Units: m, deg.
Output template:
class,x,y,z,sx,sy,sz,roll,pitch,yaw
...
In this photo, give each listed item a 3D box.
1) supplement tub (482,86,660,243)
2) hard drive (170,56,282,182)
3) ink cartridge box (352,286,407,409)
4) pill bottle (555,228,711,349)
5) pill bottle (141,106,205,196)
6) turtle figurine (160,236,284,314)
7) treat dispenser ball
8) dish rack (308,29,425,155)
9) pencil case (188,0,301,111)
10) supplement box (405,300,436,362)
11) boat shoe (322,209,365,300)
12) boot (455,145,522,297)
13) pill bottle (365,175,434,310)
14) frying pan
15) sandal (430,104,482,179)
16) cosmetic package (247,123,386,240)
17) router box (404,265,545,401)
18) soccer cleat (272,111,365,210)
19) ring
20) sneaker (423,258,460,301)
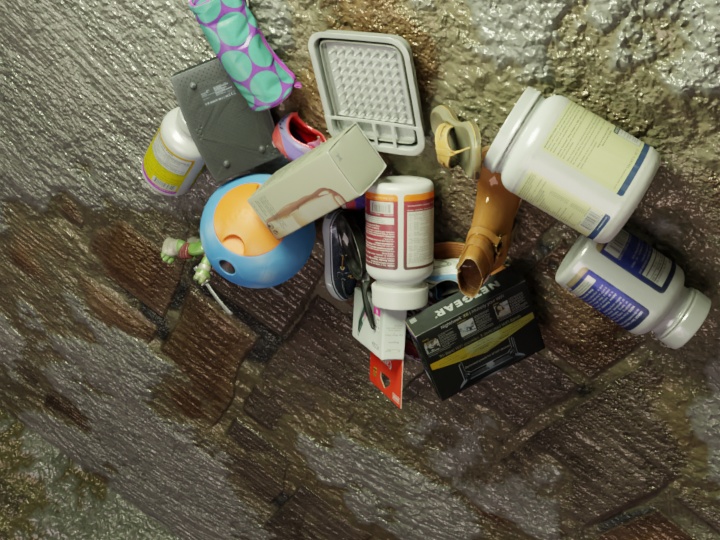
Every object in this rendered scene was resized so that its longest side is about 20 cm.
class,x,y,z,sx,sy,sz,roll,pitch,yaw
supplement tub,0.279,-0.143,1.280,0.200,0.145,0.145,32,143,6
hard drive,-0.220,-0.256,1.572,0.042,0.135,0.200,-121,9,-56
ink cartridge box,0.028,0.128,1.645,0.043,0.174,0.200,2,-173,-15
pill bottle,0.397,0.022,1.387,0.200,0.120,0.120,35,143,2
pill bottle,-0.313,-0.220,1.691,0.104,0.104,0.200,40,142,-6
turtle figurine,-0.286,-0.003,1.871,0.194,0.144,0.200,9,132,36
treat dispenser ball,-0.179,-0.069,1.670,0.201,0.201,0.201,21,140,19
dish rack,0.018,-0.271,1.431,0.171,0.044,0.200,13,137,29
pencil case,-0.177,-0.347,1.465,0.092,0.085,0.200,-25,120,9
supplement box,0.099,0.103,1.690,0.109,0.061,0.200,27,162,-7
boat shoe,-0.012,-0.014,1.703,0.091,0.071,0.200,19,138,27
boot,0.187,-0.070,1.421,0.074,0.155,0.200,12,137,29
pill bottle,0.062,-0.045,1.522,0.109,0.110,0.200,9,107,31
frying pan,0.001,-0.009,1.575,0.115,0.031,0.190,98,150,-62
sandal,0.126,-0.179,1.344,0.200,0.054,0.080,-120,20,-60
cosmetic package,-0.070,-0.137,1.501,0.200,0.103,0.087,-25,108,43
router box,0.189,0.104,1.558,0.052,0.200,0.157,58,172,53
soccer cleat,-0.061,-0.177,1.574,0.200,0.067,0.076,42,147,-2
ring,0.186,0.026,1.638,0.200,0.019,0.201,20,140,18
sneaker,0.105,0.011,1.602,0.200,0.073,0.072,5,157,33
